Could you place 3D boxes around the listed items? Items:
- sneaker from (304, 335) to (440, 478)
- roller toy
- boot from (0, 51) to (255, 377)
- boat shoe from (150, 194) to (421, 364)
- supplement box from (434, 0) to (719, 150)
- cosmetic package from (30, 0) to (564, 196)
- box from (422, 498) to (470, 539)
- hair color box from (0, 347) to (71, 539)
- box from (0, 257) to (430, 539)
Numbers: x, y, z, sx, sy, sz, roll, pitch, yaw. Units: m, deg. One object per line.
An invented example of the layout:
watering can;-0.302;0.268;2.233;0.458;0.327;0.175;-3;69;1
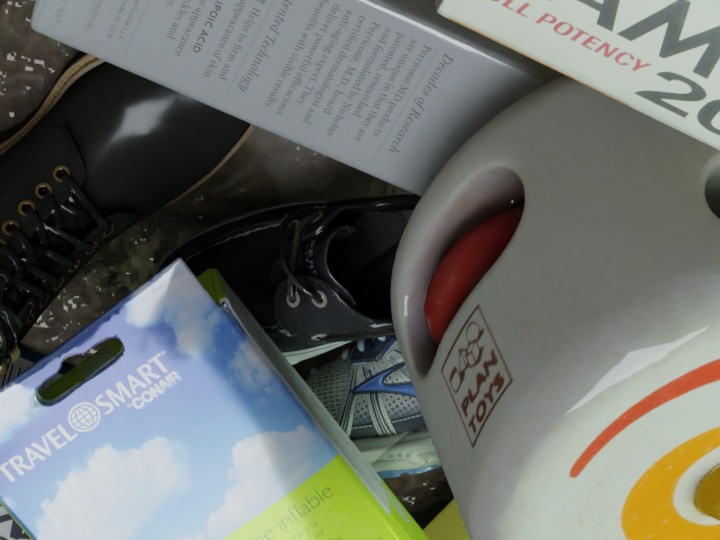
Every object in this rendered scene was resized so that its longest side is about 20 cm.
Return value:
sneaker;0.029;0.046;0.812;0.199;0.077;0.086;-2;92;24
roller toy;0.109;0.031;0.643;0.199;0.140;0.183;-25;138;6
boot;-0.120;-0.011;0.729;0.199;0.139;0.077;-32;119;22
boat shoe;0.000;0.000;0.751;0.199;0.070;0.066;-1;167;15
supplement box;0.087;-0.124;0.593;0.125;0.200;0.074;24;117;-14
cosmetic package;-0.013;-0.101;0.681;0.199;0.102;0.074;20;127;-14
box;0.054;0.156;0.887;0.075;0.050;0.200;15;130;-38
hair color box;-0.201;0.123;0.881;0.100;0.061;0.200;24;125;-14
box;-0.061;0.096;0.748;0.122;0.048;0.200;-35;111;4
